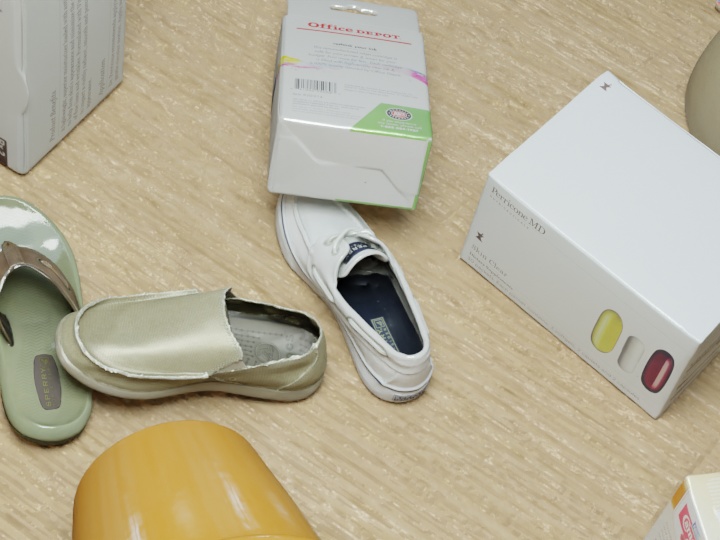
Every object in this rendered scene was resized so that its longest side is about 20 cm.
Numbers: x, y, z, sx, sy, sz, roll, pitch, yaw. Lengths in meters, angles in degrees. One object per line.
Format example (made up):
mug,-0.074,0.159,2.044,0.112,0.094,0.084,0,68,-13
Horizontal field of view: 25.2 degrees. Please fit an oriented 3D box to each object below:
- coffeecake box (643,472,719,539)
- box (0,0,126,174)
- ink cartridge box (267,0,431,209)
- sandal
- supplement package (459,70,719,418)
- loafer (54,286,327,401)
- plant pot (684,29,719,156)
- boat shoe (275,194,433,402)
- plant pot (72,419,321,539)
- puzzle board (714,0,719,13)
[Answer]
coffeecake box,0.223,0.236,0.989,0.072,0.201,0.155,-4,57,-13
box,-0.288,-0.217,1.204,0.199,0.200,0.131,32,55,11
ink cartridge box,-0.010,-0.136,1.255,0.116,0.068,0.201,7,37,-6
sandal,-0.229,0.025,1.136,0.079,0.058,0.202,-12,59,-18
supplement package,0.205,-0.022,1.219,0.200,0.111,0.156,40,58,17
loafer,-0.112,0.045,1.121,0.198,0.068,0.076,3,53,-23
plant pot,0.382,-0.164,1.323,0.198,0.135,0.202,3,60,-4
boat shoe,0.000,0.000,1.192,0.073,0.066,0.201,-23,62,-23
plant pot,-0.096,0.198,0.974,0.198,0.202,0.184,-10,43,-17
puzzle board,0.441,-0.218,1.456,0.200,0.017,0.150,42,59,17
